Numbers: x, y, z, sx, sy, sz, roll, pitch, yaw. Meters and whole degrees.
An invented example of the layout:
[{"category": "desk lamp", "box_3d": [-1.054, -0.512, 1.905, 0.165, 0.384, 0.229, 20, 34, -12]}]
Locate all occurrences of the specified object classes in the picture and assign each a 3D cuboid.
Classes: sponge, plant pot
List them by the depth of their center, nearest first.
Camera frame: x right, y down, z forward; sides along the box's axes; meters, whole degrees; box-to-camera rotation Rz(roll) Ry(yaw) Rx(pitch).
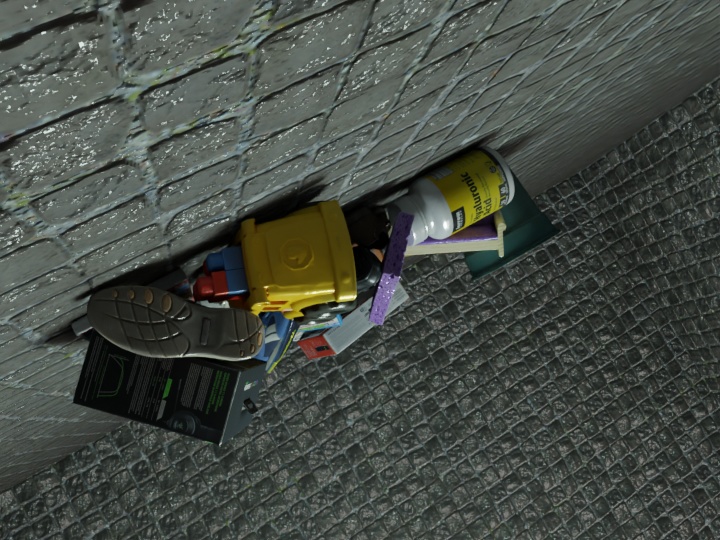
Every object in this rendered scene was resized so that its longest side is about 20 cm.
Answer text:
[{"category": "sponge", "box_3d": [0.047, 0.002, 1.110, 0.200, 0.030, 0.112, 104, 0, -64]}, {"category": "plant pot", "box_3d": [0.261, -0.112, 1.357, 0.200, 0.197, 0.200, -29, 176, -2]}]

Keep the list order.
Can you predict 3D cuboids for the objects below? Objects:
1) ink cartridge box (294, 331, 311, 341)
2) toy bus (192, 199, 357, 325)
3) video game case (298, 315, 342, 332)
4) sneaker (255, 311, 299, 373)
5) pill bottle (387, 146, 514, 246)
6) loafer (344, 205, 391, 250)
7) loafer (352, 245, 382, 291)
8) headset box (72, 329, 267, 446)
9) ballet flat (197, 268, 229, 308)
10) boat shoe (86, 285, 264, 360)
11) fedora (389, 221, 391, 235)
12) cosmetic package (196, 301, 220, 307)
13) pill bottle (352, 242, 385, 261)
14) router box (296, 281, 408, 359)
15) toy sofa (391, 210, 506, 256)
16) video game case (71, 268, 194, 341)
[{"category": "ink cartridge box", "box_3d": [-0.140, 0.082, 1.355, 0.136, 0.077, 0.200, -32, 153, 33]}, {"category": "toy bus", "box_3d": [-0.115, 0.006, 0.851, 0.191, 0.136, 0.200, -10, 171, -19]}, {"category": "video game case", "box_3d": [-0.120, 0.059, 1.190, 0.142, 0.018, 0.200, -10, 150, 6]}, {"category": "sneaker", "box_3d": [-0.144, 0.085, 1.131, 0.200, 0.082, 0.074, -60, 173, 33]}, {"category": "pill bottle", "box_3d": [0.149, -0.120, 1.144, 0.199, 0.112, 0.111, -29, 175, -15]}, {"category": "loafer", "box_3d": [0.014, -0.062, 1.166, 0.073, 0.071, 0.200, -31, 175, 14]}, {"category": "loafer", "box_3d": [0.000, 0.000, 1.096, 0.068, 0.070, 0.200, -67, -163, -6]}, {"category": "headset box", "box_3d": [-0.226, 0.142, 0.871, 0.199, 0.093, 0.174, 15, 177, 3]}, {"category": "ballet flat", "box_3d": [-0.190, 0.032, 0.979, 0.072, 0.072, 0.200, -30, 176, -3]}, {"category": "boat shoe", "box_3d": [-0.211, 0.065, 0.774, 0.199, 0.076, 0.072, 18, 168, -29]}, {"category": "fedora", "box_3d": [0.125, -0.088, 1.486, 0.200, 0.082, 0.201, -29, 175, -3]}, {"category": "cosmetic package", "box_3d": [-0.263, 0.103, 1.129, 0.101, 0.074, 0.200, -13, 169, -47]}, {"category": "pill bottle", "box_3d": [0.016, -0.022, 1.340, 0.106, 0.107, 0.200, -30, 178, 7]}, {"category": "router box", "box_3d": [-0.019, 0.102, 1.404, 0.200, 0.049, 0.179, -37, -175, -24]}, {"category": "toy sofa", "box_3d": [0.156, -0.076, 1.221, 0.199, 0.098, 0.083, -4, -157, 7]}, {"category": "video game case", "box_3d": [-0.291, 0.056, 0.901, 0.143, 0.017, 0.200, -29, 175, -15]}]
